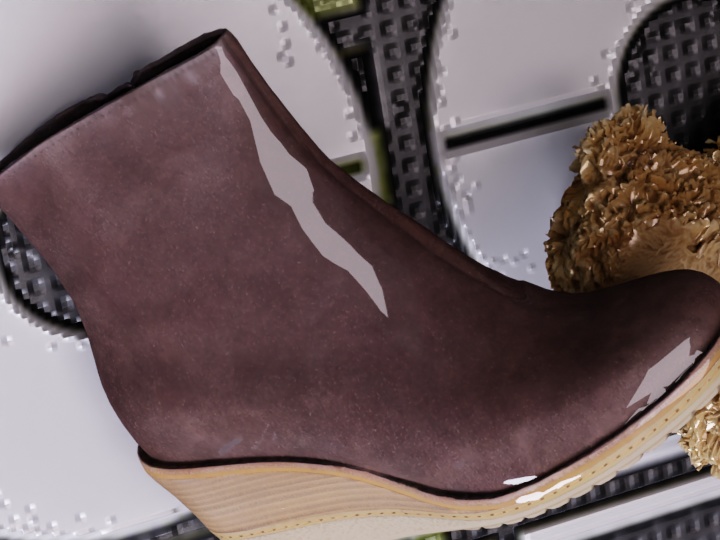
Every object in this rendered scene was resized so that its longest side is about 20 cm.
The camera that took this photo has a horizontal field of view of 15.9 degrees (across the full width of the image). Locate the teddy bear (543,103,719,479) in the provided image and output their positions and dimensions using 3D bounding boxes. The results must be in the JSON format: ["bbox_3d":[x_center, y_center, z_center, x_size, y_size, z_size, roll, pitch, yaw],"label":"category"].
[{"bbox_3d":[0.144,-0.004,0.890,0.199,0.067,0.145,-17,117,-25],"label":"teddy bear"}]

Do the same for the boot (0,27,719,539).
[{"bbox_3d":[0.000,0.000,0.781,0.200,0.072,0.167,-23,110,22],"label":"boot"}]
